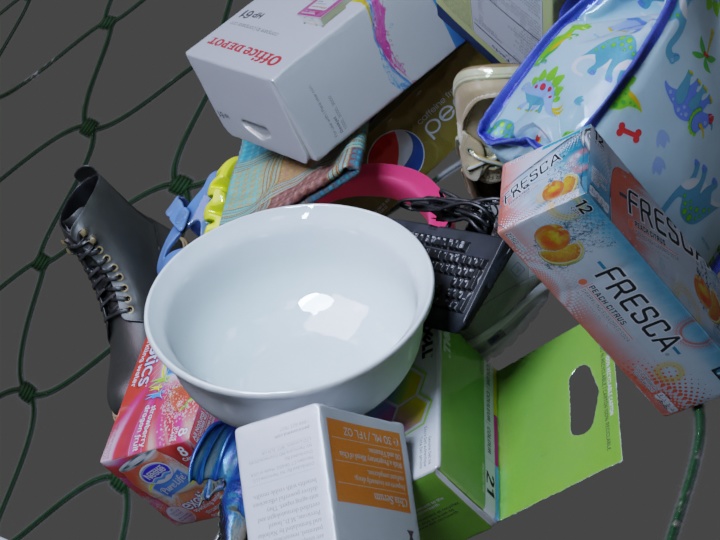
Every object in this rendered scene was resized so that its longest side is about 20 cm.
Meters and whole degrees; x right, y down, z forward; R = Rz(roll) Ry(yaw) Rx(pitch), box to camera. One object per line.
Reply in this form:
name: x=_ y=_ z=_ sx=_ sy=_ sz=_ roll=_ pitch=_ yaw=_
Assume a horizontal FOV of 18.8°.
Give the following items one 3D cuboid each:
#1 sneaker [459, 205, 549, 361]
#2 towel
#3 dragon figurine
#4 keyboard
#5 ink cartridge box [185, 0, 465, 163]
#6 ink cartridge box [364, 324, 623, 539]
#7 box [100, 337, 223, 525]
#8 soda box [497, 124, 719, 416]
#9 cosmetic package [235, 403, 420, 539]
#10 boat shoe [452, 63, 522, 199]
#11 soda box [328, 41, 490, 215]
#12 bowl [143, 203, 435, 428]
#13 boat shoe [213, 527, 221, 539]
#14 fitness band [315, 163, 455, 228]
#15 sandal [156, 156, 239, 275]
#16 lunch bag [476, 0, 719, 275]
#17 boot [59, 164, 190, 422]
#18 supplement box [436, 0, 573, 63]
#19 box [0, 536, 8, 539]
sneaker: x=0.121 y=-0.031 z=1.562 sx=0.200 sy=0.082 sz=0.075 roll=-53 pitch=32 yaw=-10
towel: x=-0.050 y=-0.100 z=1.750 sx=0.146 sy=0.022 sz=0.200 roll=-32 pitch=24 yaw=23
dragon figurine: x=-0.086 y=0.145 z=1.533 sx=0.099 sy=0.059 sz=0.200 roll=29 pitch=68 yaw=18
keyboard: x=0.038 y=-0.017 z=1.540 sx=0.104 sy=0.040 sz=0.200 roll=-59 pitch=27 yaw=-10
ink cartridge box: x=-0.017 y=-0.185 z=1.724 sx=0.200 sy=0.085 sz=0.144 roll=-41 pitch=31 yaw=-18
ink cartridge box: x=0.073 y=0.098 z=1.481 sx=0.200 sy=0.076 sz=0.148 roll=-30 pitch=35 yaw=27
box: x=-0.111 y=0.085 z=1.692 sx=0.099 sy=0.095 sz=0.201 roll=-16 pitch=42 yaw=38
soda box: x=0.167 y=0.003 z=1.359 sx=0.068 sy=0.200 sz=0.064 roll=-23 pitch=38 yaw=29
cosmetic package: x=-0.013 y=0.194 z=1.375 sx=0.071 sy=0.101 sz=0.201 roll=-19 pitch=70 yaw=31
boat shoe: x=0.102 y=-0.096 z=1.586 sx=0.072 sy=0.200 sz=0.065 roll=0 pitch=74 yaw=1
soda box: x=0.043 y=-0.127 z=1.776 sx=0.200 sy=0.068 sz=0.064 roll=-44 pitch=31 yaw=4
bowl: x=-0.043 y=0.049 z=1.483 sx=0.200 sy=0.091 sz=0.201 roll=-6 pitch=38 yaw=5
boat shoe: x=-0.081 y=0.189 z=1.578 sx=0.067 sy=0.057 sz=0.200 roll=1 pitch=54 yaw=50
fitness band: x=0.000 y=0.000 z=1.665 sx=0.143 sy=0.038 sz=0.201 roll=0 pitch=49 yaw=13
sandal: x=-0.138 y=0.001 z=1.830 sx=0.087 sy=0.079 sz=0.201 roll=-13 pitch=46 yaw=40
lunch bag: x=0.202 y=-0.110 z=1.474 sx=0.200 sy=0.170 sz=0.127 roll=-52 pitch=36 yaw=-9
boot: x=-0.215 y=0.021 z=1.845 sx=0.077 sy=0.138 sz=0.201 roll=-27 pitch=37 yaw=28
supplement box: x=0.165 y=-0.255 z=1.576 sx=0.200 sy=0.200 sz=0.134 roll=-39 pitch=67 yaw=-14
box: x=-0.244 y=0.310 z=1.498 sx=0.171 sy=0.199 sz=0.200 roll=10 pitch=62 yaw=54
